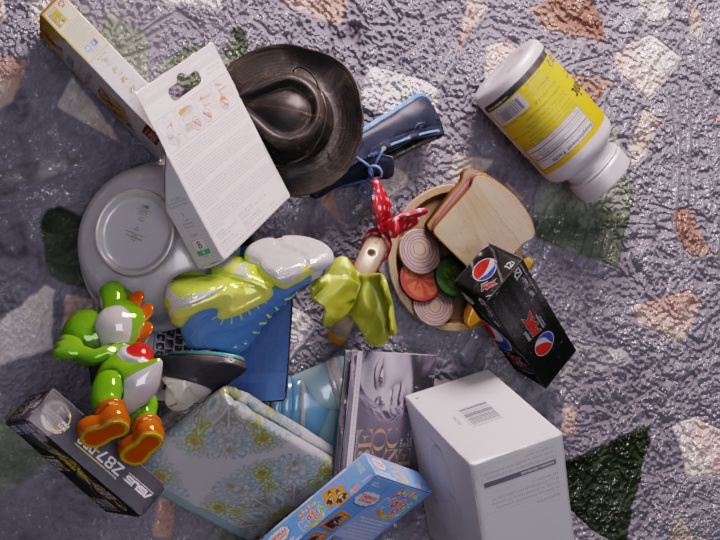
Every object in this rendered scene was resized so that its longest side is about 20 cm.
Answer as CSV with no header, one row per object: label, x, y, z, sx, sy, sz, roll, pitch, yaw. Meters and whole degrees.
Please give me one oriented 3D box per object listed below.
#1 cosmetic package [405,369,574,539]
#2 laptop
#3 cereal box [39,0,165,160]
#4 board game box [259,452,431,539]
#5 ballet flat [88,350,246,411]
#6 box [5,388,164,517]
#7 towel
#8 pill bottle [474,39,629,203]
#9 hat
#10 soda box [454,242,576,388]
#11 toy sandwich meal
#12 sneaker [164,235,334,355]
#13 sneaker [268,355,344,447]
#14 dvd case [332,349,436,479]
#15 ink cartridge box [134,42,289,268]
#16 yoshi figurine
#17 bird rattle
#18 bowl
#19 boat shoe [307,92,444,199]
cosmetic package,0.156,0.258,1.469,0.121,0.199,0.203,-15,112,-15
laptop,-0.187,0.054,1.427,0.196,0.116,0.191,6,77,-15
cereal box,-0.282,-0.215,1.403,0.040,0.144,0.200,-45,100,-11
board game box,-0.028,0.298,1.442,0.199,0.151,0.037,-40,59,12
ballet flat,-0.220,0.122,1.379,0.197,0.073,0.075,4,88,21
box,-0.308,0.202,1.363,0.161,0.199,0.049,46,69,-11
towel,-0.139,0.223,1.427,0.199,0.049,0.171,35,118,-31
pill bottle,0.248,-0.184,1.568,0.200,0.111,0.111,46,79,-11
hat,-0.097,-0.182,1.452,0.197,0.081,0.205,-1,87,12
soda box,0.194,0.058,1.528,0.071,0.063,0.201,-47,133,-11
toy sandwich meal,0.131,-0.021,1.555,0.201,0.070,0.209,0,90,-16
sneaker,-0.122,0.032,1.384,0.197,0.076,0.106,-15,128,-16
sneaker,-0.056,0.211,1.506,0.128,0.080,0.203,-13,103,-1
dvd case,0.033,0.174,1.489,0.199,0.016,0.152,9,87,-57
ink cartridge box,-0.171,-0.128,1.364,0.202,0.050,0.161,61,37,-15
yoshi figurine,-0.269,0.107,1.304,0.110,0.113,0.202,-1,49,-14
bird rattle,0.000,0.000,1.478,0.111,0.164,0.202,19,53,-5
bowl,-0.242,-0.035,1.401,0.197,0.090,0.205,-1,82,10
boat shoe,0.022,-0.144,1.517,0.199,0.084,0.069,-36,87,-10
